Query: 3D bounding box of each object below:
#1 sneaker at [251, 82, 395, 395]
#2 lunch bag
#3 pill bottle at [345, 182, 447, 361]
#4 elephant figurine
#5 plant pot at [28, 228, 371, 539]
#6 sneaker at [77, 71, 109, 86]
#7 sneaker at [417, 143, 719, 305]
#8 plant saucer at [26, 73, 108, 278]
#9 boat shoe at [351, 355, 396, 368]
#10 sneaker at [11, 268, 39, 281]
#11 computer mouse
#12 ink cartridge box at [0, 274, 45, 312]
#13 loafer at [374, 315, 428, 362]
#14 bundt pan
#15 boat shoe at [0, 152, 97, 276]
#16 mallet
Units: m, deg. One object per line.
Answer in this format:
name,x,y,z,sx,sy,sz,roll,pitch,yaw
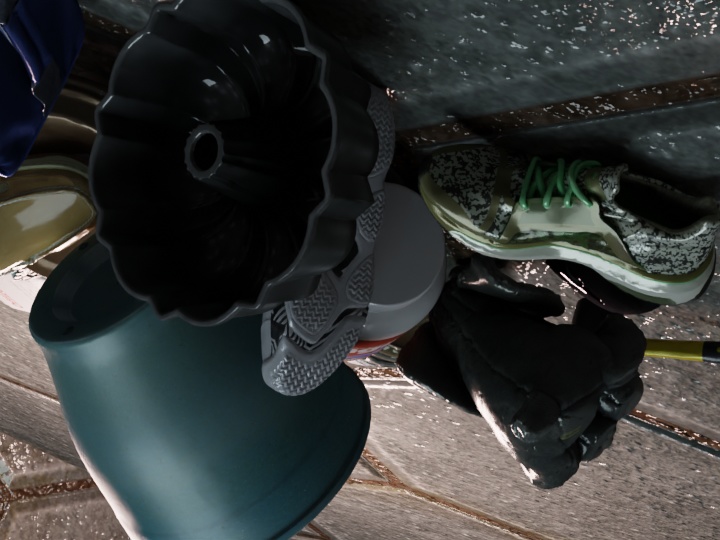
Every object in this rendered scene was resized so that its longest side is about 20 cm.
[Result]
sneaker,-0.048,-0.026,1.003,0.114,0.203,0.075,12,179,42
lunch bag,-0.246,-0.156,0.918,0.131,0.137,0.200,16,161,12
pill bottle,0.000,0.000,1.130,0.111,0.113,0.200,21,167,-5
elephant figurine,0.095,0.053,1.121,0.200,0.141,0.156,40,155,28
plant pot,-0.121,0.068,1.055,0.199,0.201,0.189,3,136,43
sneaker,-0.124,-0.085,1.103,0.197,0.079,0.100,14,149,-4
sneaker,0.135,-0.048,0.956,0.197,0.078,0.089,15,150,0
plant saucer,-0.205,-0.055,1.099,0.197,0.030,0.202,10,136,10
boat shoe,-0.005,0.040,1.373,0.070,0.073,0.200,4,168,26
sneaker,-0.276,-0.066,1.324,0.087,0.077,0.200,59,143,11
computer mouse,0.128,-0.014,1.101,0.198,0.034,0.059,23,163,-7
ink cartridge box,-0.271,-0.004,1.487,0.198,0.085,0.146,13,162,20
loafer,0.000,0.018,1.267,0.198,0.076,0.070,24,167,-10
bundt pan,-0.067,-0.066,0.920,0.200,0.205,0.075,5,179,40
boat shoe,-0.256,-0.019,1.076,0.198,0.077,0.072,-19,124,33
mallet,0.251,0.051,1.167,0.198,0.067,0.041,-4,156,21
